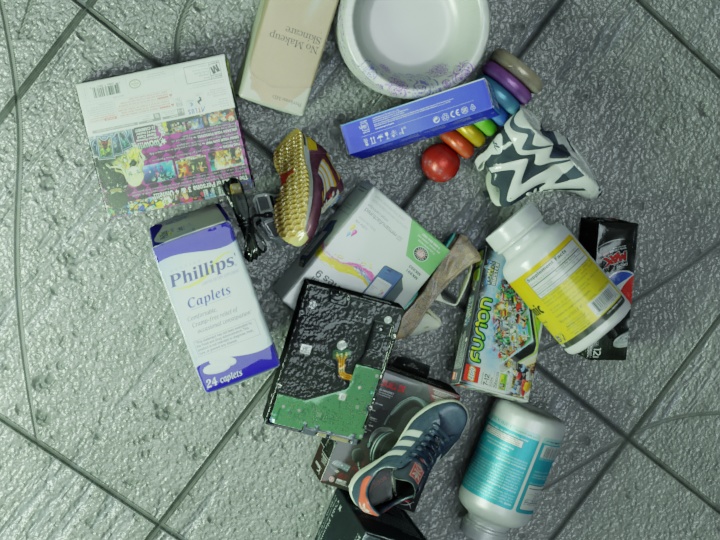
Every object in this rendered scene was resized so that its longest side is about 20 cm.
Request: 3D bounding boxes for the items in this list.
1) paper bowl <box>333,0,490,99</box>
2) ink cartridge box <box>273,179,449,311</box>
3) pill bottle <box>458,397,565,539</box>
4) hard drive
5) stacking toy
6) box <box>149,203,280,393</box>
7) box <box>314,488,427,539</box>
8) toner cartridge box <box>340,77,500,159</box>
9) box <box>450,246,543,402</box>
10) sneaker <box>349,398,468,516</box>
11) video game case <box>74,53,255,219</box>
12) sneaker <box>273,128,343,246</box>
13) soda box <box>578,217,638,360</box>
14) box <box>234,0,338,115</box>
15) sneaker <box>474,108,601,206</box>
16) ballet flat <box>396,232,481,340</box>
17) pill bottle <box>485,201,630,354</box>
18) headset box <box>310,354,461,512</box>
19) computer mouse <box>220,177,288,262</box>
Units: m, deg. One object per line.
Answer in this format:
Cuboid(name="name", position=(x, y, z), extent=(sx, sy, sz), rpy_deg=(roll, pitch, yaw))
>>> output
Cuboid(name="paper bowl", position=(0.063, -0.329, 1.666), extent=(0.200, 0.104, 0.201), rpy_deg=(-2, 99, -12))
Cuboid(name="ink cartridge box", position=(0.000, 0.000, 1.712), extent=(0.145, 0.088, 0.200), rpy_deg=(40, 91, -16))
Cuboid(name="pill bottle", position=(0.209, 0.290, 1.793), extent=(0.111, 0.111, 0.200), rpy_deg=(21, 93, -15))
Cuboid(name="hard drive", position=(-0.037, 0.123, 1.665), extent=(0.140, 0.038, 0.200), rpy_deg=(14, 99, -14))
Cuboid(name="stacking toy", position=(0.159, -0.203, 1.727), extent=(0.085, 0.085, 0.200), rpy_deg=(37, 95, -16))
Cuboid(name="box", position=(-0.190, 0.030, 1.621), extent=(0.105, 0.184, 0.200), rpy_deg=(-20, 103, -7))
Cuboid(name="box", position=(0.000, 0.433, 1.721), extent=(0.124, 0.197, 0.200), rpy_deg=(23, 92, -16))
Cuboid(name="toner cartridge box", position=(0.081, -0.199, 1.659), extent=(0.200, 0.095, 0.043), rpy_deg=(-17, 89, 11))
Cuboid(name="box", position=(0.201, 0.077, 1.770), extent=(0.110, 0.035, 0.200), rpy_deg=(15, 78, -15))
Cuboid(name="sneaker", position=(0.075, 0.258, 1.691), extent=(0.200, 0.085, 0.075), rpy_deg=(-45, 106, -3))
Cuboid(name="video game case", position=(-0.252, -0.174, 1.632), extent=(0.200, 0.036, 0.182), rpy_deg=(-12, 101, 1))
Cuboid(name="sneaker", position=(-0.059, -0.099, 1.633), extent=(0.090, 0.200, 0.075), rpy_deg=(31, 127, -31))
Cuboid(name="soda box", position=(0.350, 0.026, 1.806), extent=(0.063, 0.071, 0.200), rpy_deg=(1, 98, -14))
Cuboid(name="box", position=(-0.093, -0.311, 1.645), extent=(0.095, 0.078, 0.200), rpy_deg=(15, 95, -15))
Cuboid(name="sneaker", position=(0.240, -0.131, 1.759), extent=(0.130, 0.080, 0.199), rpy_deg=(-38, 139, 24))
Cuboid(name="ballet flat", position=(0.098, 0.040, 1.748), extent=(0.067, 0.068, 0.200), rpy_deg=(39, 90, -7))
Cuboid(name="pill bottle", position=(0.266, 0.007, 1.719), extent=(0.111, 0.111, 0.200), rpy_deg=(-39, 89, -5))
Cuboid(name="headset box", position=(0.038, 0.217, 1.760), extent=(0.149, 0.077, 0.200), rpy_deg=(21, 95, -15))
Cuboid(name="computer mouse", position=(-0.119, -0.062, 1.636), extent=(0.044, 0.200, 0.110), rpy_deg=(-29, 79, 19))
